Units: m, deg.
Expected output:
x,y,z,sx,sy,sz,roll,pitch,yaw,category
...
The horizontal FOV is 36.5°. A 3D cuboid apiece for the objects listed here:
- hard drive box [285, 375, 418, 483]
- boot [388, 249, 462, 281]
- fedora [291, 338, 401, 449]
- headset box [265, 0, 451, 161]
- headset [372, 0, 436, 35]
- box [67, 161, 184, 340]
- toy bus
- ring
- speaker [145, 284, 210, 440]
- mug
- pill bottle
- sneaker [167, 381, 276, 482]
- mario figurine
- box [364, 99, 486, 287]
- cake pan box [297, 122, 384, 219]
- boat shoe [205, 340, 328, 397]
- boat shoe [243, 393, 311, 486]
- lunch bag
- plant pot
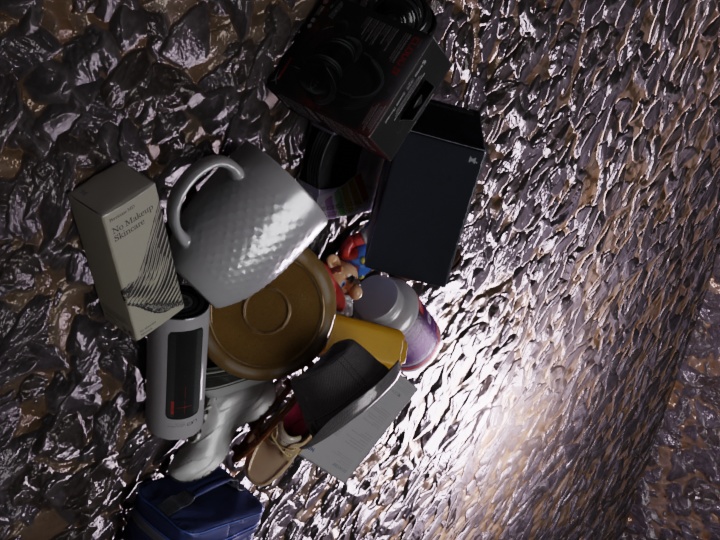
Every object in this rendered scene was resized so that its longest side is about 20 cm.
x,y,z,sx,sy,sz,roll,pitch,yaw,category
-0.026,0.222,1.767,0.200,0.077,0.156,-51,132,-4,hard drive box
0.127,-0.091,1.810,0.186,0.064,0.201,-19,126,-50,boot
-0.035,0.157,1.484,0.177,0.090,0.200,-39,179,-19,fedora
0.005,-0.242,1.369,0.149,0.200,0.077,-57,149,-4,headset box
0.046,-0.337,1.467,0.123,0.093,0.201,-17,108,-70,headset
-0.271,-0.020,1.278,0.082,0.068,0.201,-39,143,-30,box
-0.006,0.107,1.629,0.199,0.078,0.066,16,79,-38,toy bus
-0.127,0.204,1.622,0.201,0.019,0.200,-47,-176,4,ring
-0.241,0.123,1.430,0.081,0.081,0.201,-26,135,-43,speaker
-0.162,-0.060,1.337,0.175,0.147,0.200,-47,141,-8,mug
0.057,0.084,1.795,0.113,0.112,0.200,-54,149,-10,pill bottle
-0.213,0.214,1.573,0.200,0.074,0.087,-51,128,-17,sneaker
0.000,0.000,1.645,0.200,0.106,0.124,-44,120,-35,mario figurine
0.087,-0.115,1.493,0.199,0.122,0.201,-83,-173,-68,box
-0.008,-0.170,1.555,0.199,0.052,0.185,-13,123,-51,cake pan box
-0.142,0.114,1.510,0.199,0.071,0.064,-24,131,2,boat shoe
-0.111,0.243,1.651,0.201,0.074,0.069,-55,-179,0,boat shoe
-0.235,0.365,1.578,0.200,0.136,0.133,-9,126,-54,lunch bag
-0.127,0.052,1.458,0.199,0.027,0.201,-2,98,-12,plant pot
